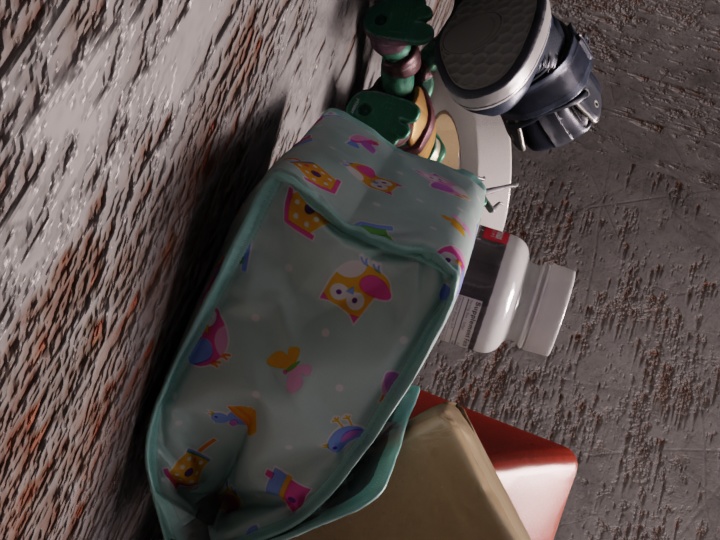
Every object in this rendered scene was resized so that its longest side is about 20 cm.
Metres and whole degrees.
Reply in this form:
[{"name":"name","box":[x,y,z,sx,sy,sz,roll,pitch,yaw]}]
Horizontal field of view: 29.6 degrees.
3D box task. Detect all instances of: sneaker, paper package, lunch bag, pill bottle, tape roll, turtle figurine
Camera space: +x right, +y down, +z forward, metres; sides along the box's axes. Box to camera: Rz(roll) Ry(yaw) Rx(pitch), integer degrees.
[{"name":"sneaker","box":[0.110,-0.123,0.894,0.202,0.077,0.146,-79,147,-52]},{"name":"paper package","box":[0.010,0.197,0.736,0.200,0.191,0.103,-30,171,6]},{"name":"lunch bag","box":[-0.024,0.040,0.683,0.170,0.122,0.200,-61,177,-72]},{"name":"pill bottle","box":[0.086,0.009,1.228,0.111,0.200,0.111,18,90,-85]},{"name":"tape roll","box":[0.096,-0.104,1.336,0.203,0.037,0.203,179,-90,-75]},{"name":"turtle figurine","box":[0.044,-0.104,0.949,0.200,0.101,0.150,39,41,-69]}]

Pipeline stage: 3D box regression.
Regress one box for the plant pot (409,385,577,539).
[{"name":"plant pot","box":[-0.005,0.176,0.899,0.176,0.200,0.200,18,91,-58]}]
